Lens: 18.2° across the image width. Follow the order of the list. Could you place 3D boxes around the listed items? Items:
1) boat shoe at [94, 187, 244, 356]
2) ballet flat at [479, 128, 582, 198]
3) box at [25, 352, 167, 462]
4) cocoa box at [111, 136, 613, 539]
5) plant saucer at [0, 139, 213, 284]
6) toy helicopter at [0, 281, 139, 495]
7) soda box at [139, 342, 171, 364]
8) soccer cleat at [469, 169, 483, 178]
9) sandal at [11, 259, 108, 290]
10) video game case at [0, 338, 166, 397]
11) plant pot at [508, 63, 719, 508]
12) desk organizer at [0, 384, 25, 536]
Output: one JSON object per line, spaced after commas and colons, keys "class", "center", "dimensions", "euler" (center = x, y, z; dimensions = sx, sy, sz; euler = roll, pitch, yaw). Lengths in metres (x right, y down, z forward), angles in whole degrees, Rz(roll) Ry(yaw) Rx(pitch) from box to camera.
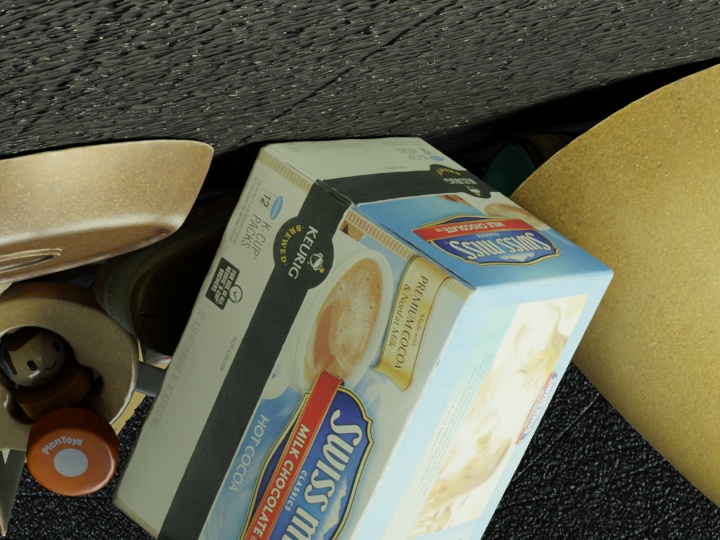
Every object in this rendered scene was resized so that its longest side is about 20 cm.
{"class": "boat shoe", "center": [-0.045, -0.017, 1.136], "dimensions": [0.200, 0.074, 0.066], "euler": [-19, -156, -35]}
{"class": "ballet flat", "center": [0.076, -0.016, 1.238], "dimensions": [0.071, 0.071, 0.200], "euler": [-10, 157, -32]}
{"class": "box", "center": [-0.205, 0.076, 1.628], "dimensions": [0.164, 0.021, 0.200], "euler": [-53, 158, 21]}
{"class": "cocoa box", "center": [0.001, 0.055, 1.052], "dimensions": [0.131, 0.200, 0.133], "euler": [35, -158, 27]}
{"class": "plant saucer", "center": [-0.158, -0.017, 0.967], "dimensions": [0.200, 0.035, 0.200], "euler": [-13, 177, -1]}
{"class": "toy helicopter", "center": [-0.213, 0.040, 1.146], "dimensions": [0.200, 0.132, 0.079], "euler": [0, -147, -1]}
{"class": "soda box", "center": [-0.057, 0.013, 1.457], "dimensions": [0.063, 0.070, 0.200], "euler": [-17, 174, 41]}
{"class": "soccer cleat", "center": [0.000, 0.000, 1.331], "dimensions": [0.200, 0.084, 0.065], "euler": [-14, 175, 13]}
{"class": "sandal", "center": [-0.120, 0.006, 1.219], "dimensions": [0.200, 0.054, 0.080], "euler": [-7, 177, 15]}
{"class": "video game case", "center": [-0.182, 0.044, 1.304], "dimensions": [0.143, 0.017, 0.200], "euler": [20, 175, -5]}
{"class": "plant pot", "center": [0.188, 0.028, 1.109], "dimensions": [0.186, 0.200, 0.186], "euler": [-24, 161, -9]}
{"class": "desk organizer", "center": [-0.252, 0.092, 1.398], "dimensions": [0.077, 0.072, 0.200], "euler": [-8, -159, 2]}
